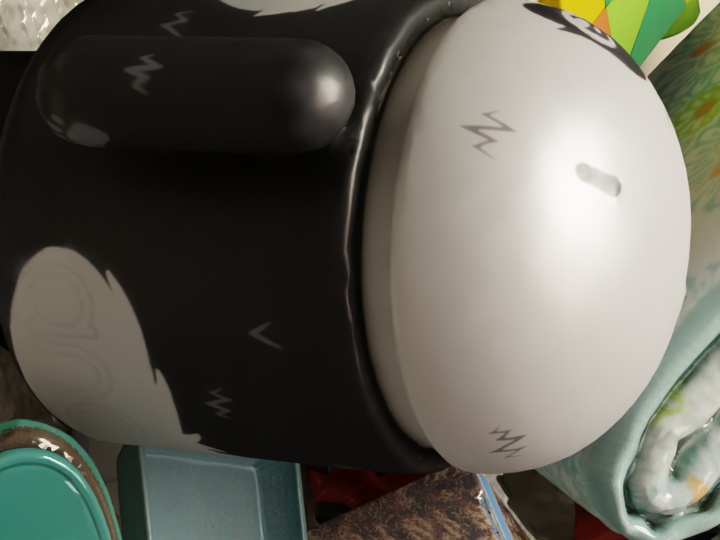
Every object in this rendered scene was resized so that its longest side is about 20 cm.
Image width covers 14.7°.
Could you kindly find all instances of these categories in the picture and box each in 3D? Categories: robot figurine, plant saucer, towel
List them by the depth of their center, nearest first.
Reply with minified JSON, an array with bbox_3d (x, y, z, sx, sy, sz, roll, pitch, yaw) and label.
[{"bbox_3d":[-0.014,-0.014,0.716,0.150,0.199,0.125,-36,126,-58],"label":"robot figurine"},{"bbox_3d":[-0.035,0.142,0.764,0.070,0.019,0.201,13,67,-51],"label":"plant saucer"},{"bbox_3d":[0.114,-0.019,0.807,0.200,0.171,0.048,-45,108,-3],"label":"towel"}]

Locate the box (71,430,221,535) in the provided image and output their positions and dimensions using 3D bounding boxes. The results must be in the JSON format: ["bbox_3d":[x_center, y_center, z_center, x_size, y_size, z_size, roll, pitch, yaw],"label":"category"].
[{"bbox_3d":[-0.064,0.084,0.815,0.039,0.041,0.201,16,80,-64],"label":"box"}]

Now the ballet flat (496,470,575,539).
[{"bbox_3d":[0.074,0.054,1.016,0.069,0.069,0.201,49,25,-57],"label":"ballet flat"}]

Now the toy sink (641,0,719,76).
[{"bbox_3d":[0.061,-0.124,0.968,0.200,0.112,0.131,-28,119,-56],"label":"toy sink"}]

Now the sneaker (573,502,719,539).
[{"bbox_3d":[0.106,0.071,0.925,0.098,0.071,0.201,5,59,-52],"label":"sneaker"}]

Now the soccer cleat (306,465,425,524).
[{"bbox_3d":[0.000,0.000,0.917,0.085,0.068,0.200,-72,156,-46],"label":"soccer cleat"}]

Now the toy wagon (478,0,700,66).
[{"bbox_3d":[0.077,-0.138,0.835,0.200,0.039,0.156,-50,138,-47],"label":"toy wagon"}]

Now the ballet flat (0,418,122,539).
[{"bbox_3d":[-0.095,0.123,0.738,0.070,0.067,0.201,-128,-147,-64],"label":"ballet flat"}]

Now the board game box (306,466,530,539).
[{"bbox_3d":[0.043,0.176,0.884,0.200,0.097,0.160,54,12,-63],"label":"board game box"}]
